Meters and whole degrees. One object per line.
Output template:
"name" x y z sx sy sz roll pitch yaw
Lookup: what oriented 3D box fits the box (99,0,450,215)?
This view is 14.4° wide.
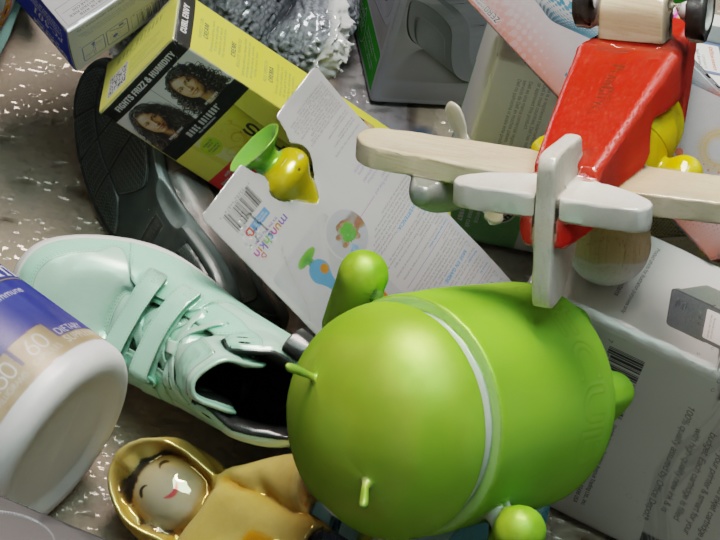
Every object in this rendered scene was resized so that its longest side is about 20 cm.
"box" -0.046 -0.072 1.603 0.199 0.075 0.050 33 35 -25

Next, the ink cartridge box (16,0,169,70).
"ink cartridge box" -0.109 -0.207 1.596 0.200 0.044 0.094 -36 68 -14

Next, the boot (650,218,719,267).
"boot" 0.214 -0.030 1.610 0.153 0.201 0.072 8 39 -7

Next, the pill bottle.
"pill bottle" -0.228 0.037 1.469 0.199 0.116 0.116 34 47 17

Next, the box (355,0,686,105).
"box" 0.110 -0.195 1.754 0.198 0.177 0.097 2 46 -16

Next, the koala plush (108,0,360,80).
"koala plush" -0.079 -0.186 1.677 0.176 0.184 0.201 13 43 -3

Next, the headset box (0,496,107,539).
"headset box" -0.222 0.172 1.367 0.199 0.075 0.149 21 44 4

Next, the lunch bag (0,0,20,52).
"lunch bag" -0.246 -0.213 1.665 0.121 0.171 0.200 14 44 12

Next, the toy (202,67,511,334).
"toy" 0.000 0.000 1.570 0.200 0.047 0.115 48 60 -23

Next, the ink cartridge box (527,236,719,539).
"ink cartridge box" 0.173 0.077 1.530 0.199 0.146 0.084 26 44 9

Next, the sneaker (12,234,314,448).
"sneaker" -0.097 0.033 1.488 0.199 0.074 0.118 24 0 5

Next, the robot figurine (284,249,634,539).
"robot figurine" 0.046 0.067 1.393 0.199 0.116 0.176 -8 61 -50

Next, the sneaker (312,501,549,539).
"sneaker" 0.018 0.155 1.461 0.130 0.080 0.200 17 44 8

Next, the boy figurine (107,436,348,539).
"boy figurine" -0.051 0.140 1.430 0.200 0.125 0.064 38 4 39

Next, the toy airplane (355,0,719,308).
"toy airplane" 0.121 -0.043 1.428 0.198 0.142 0.200 -20 42 -16

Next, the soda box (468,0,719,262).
"soda box" 0.151 -0.097 1.549 0.200 0.068 0.064 47 9 9

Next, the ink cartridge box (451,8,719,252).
"ink cartridge box" 0.161 -0.079 1.677 0.199 0.146 0.088 12 43 -4

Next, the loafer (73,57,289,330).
"loafer" -0.104 -0.035 1.622 0.063 0.072 0.201 3 50 -42
